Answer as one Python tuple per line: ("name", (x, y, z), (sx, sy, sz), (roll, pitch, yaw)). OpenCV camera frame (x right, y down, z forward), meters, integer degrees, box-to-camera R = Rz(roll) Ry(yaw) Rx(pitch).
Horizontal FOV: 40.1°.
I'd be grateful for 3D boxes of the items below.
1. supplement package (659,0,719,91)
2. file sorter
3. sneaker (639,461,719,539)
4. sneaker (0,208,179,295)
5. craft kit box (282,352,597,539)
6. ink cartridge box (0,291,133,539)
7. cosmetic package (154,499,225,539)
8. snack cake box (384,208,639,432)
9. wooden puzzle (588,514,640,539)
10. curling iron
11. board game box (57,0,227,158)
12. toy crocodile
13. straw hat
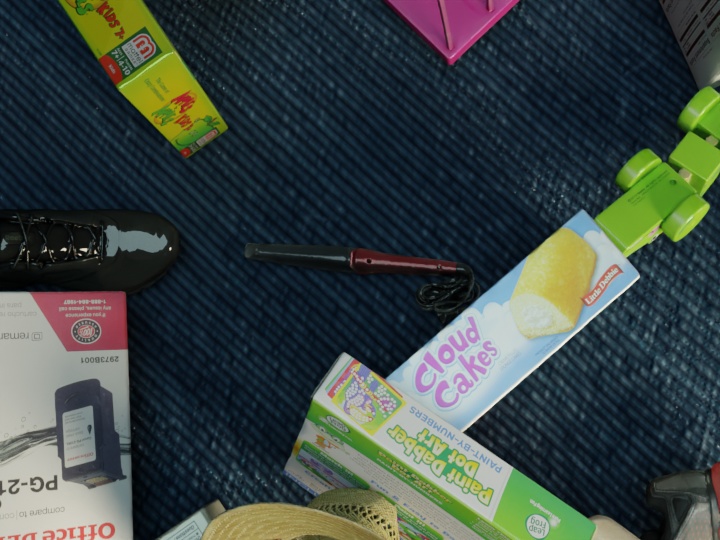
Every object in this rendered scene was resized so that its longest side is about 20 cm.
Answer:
("supplement package", (0.328, -0.282, 0.765), (0.189, 0.147, 0.202), (-22, 82, 1))
("file sorter", (0.091, -0.300, 0.778), (0.200, 0.125, 0.139), (-43, 75, -1))
("sneaker", (0.259, 0.244, 0.753), (0.097, 0.071, 0.203), (-5, 94, 19))
("sneaker", (-0.246, -0.017, 0.792), (0.197, 0.091, 0.077), (-5, 82, 1))
("craft kit box", (0.043, 0.162, 0.707), (0.199, 0.198, 0.049), (34, 66, 5))
("ink cartridge box", (-0.254, 0.121, 0.750), (0.143, 0.084, 0.203), (0, 82, -32))
("cosmetic package", (-0.103, 0.292, 0.761), (0.105, 0.071, 0.201), (-32, 83, -2))
("snack cake box", (0.109, 0.051, 0.756), (0.200, 0.115, 0.067), (-41, 83, -3))
("wooden puzzle", (0.197, 0.299, 0.734), (0.184, 0.046, 0.201), (35, 116, 11))
("curling iron", (0.000, 0.000, 0.806), (0.198, 0.026, 0.050), (13, 59, 7))
("board game box", (-0.163, -0.160, 0.747), (0.047, 0.200, 0.102), (-35, 84, -1))
("toy crocodile", (0.258, -0.078, 0.775), (0.200, 0.062, 0.067), (-42, 68, -12))
("straw hat", (-0.014, 0.199, 0.686), (0.199, 0.085, 0.203), (12, 129, 16))
